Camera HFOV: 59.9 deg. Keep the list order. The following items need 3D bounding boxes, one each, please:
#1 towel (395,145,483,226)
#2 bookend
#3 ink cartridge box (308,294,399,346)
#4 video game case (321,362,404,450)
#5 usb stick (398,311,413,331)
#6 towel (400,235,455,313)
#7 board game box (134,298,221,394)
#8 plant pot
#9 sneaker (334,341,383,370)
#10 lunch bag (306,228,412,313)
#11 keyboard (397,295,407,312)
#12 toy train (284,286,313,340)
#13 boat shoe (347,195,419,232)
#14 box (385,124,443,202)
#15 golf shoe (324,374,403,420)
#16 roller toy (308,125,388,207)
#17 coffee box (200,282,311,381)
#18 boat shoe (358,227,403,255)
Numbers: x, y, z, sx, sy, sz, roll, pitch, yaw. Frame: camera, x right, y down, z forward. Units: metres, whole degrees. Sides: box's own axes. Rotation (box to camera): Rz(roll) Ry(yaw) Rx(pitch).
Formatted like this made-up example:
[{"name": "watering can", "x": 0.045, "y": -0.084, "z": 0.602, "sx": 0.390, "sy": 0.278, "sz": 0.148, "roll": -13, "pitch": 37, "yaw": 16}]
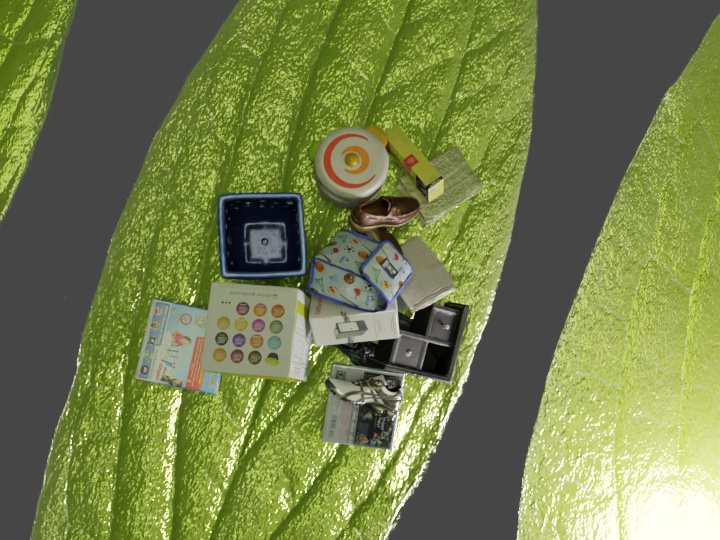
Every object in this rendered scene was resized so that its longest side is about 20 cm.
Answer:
[{"name": "towel", "x": 0.206, "y": -0.222, "z": 1.630, "sx": 0.200, "sy": 0.036, "sz": 0.148, "roll": -34, "pitch": 88, "yaw": -6}, {"name": "bookend", "x": 0.144, "y": 0.155, "z": 1.529, "sx": 0.199, "sy": 0.092, "sz": 0.200, "roll": 17, "pitch": 85, "yaw": -27}, {"name": "ink cartridge box", "x": -0.013, "y": 0.096, "z": 1.482, "sx": 0.200, "sy": 0.146, "sz": 0.084, "roll": -6, "pitch": 120, "yaw": 5}, {"name": "video game case", "x": 0.006, "y": 0.340, "z": 1.558, "sx": 0.182, "sy": 0.023, "sz": 0.200, "roll": 8, "pitch": 95, "yaw": -4}, {"name": "usb stick", "x": 0.052, "y": 0.111, "z": 1.583, "sx": 0.200, "sy": 0.033, "sz": 0.055, "roll": 29, "pitch": 94, "yaw": -7}, {"name": "towel", "x": 0.135, "y": 0.005, "z": 1.556, "sx": 0.132, "sy": 0.034, "sz": 0.200, "roll": -29, "pitch": 52, "yaw": -7}, {"name": "board game box", "x": -0.428, "y": 0.185, "z": 1.532, "sx": 0.196, "sy": 0.056, "sz": 0.200, "roll": 12, "pitch": 84, "yaw": -4}, {"name": "plant pot", "x": -0.231, "y": -0.074, "z": 1.508, "sx": 0.200, "sy": 0.180, "sz": 0.200, "roll": -3, "pitch": 86, "yaw": -4}, {"name": "sneaker", "x": -0.009, "y": 0.196, "z": 1.551, "sx": 0.200, "sy": 0.079, "sz": 0.075, "roll": 33, "pitch": 85, "yaw": -11}, {"name": "lunch bag", "x": 0.005, "y": 0.003, "z": 1.438, "sx": 0.200, "sy": 0.170, "sz": 0.124, "roll": 23, "pitch": 127, "yaw": 14}, {"name": "keyboard", "x": 0.041, "y": 0.123, "z": 1.603, "sx": 0.200, "sy": 0.011, "sz": 0.056, "roll": -38, "pitch": 95, "yaw": -6}, {"name": "toy train", "x": -0.197, "y": 0.143, "z": 1.560, "sx": 0.200, "sy": 0.056, "sz": 0.150, "roll": -37, "pitch": 77, "yaw": -3}, {"name": "boat shoe", "x": 0.067, "y": -0.148, "z": 1.539, "sx": 0.200, "sy": 0.068, "sz": 0.072, "roll": -15, "pitch": 64, "yaw": -27}, {"name": "box", "x": 0.133, "y": -0.271, "z": 1.578, "sx": 0.050, "sy": 0.075, "sz": 0.200, "roll": -33, "pitch": 70, "yaw": -5}, {"name": "golf shoe", "x": 0.011, "y": 0.284, "z": 1.508, "sx": 0.200, "sy": 0.078, "sz": 0.095, "roll": 24, "pitch": 91, "yaw": -16}, {"name": "roller toy", "x": -0.022, "y": -0.257, "z": 1.556, "sx": 0.200, "sy": 0.140, "sz": 0.183, "roll": -10, "pitch": 83, "yaw": -5}, {"name": "coffee box", "x": -0.227, "y": 0.147, "z": 1.431, "sx": 0.199, "sy": 0.200, "sz": 0.198, "roll": 4, "pitch": 78, "yaw": 7}, {"name": "boat shoe", "x": 0.039, "y": -0.068, "z": 1.573, "sx": 0.072, "sy": 0.072, "sz": 0.200, "roll": -13, "pitch": 65, "yaw": -49}]
